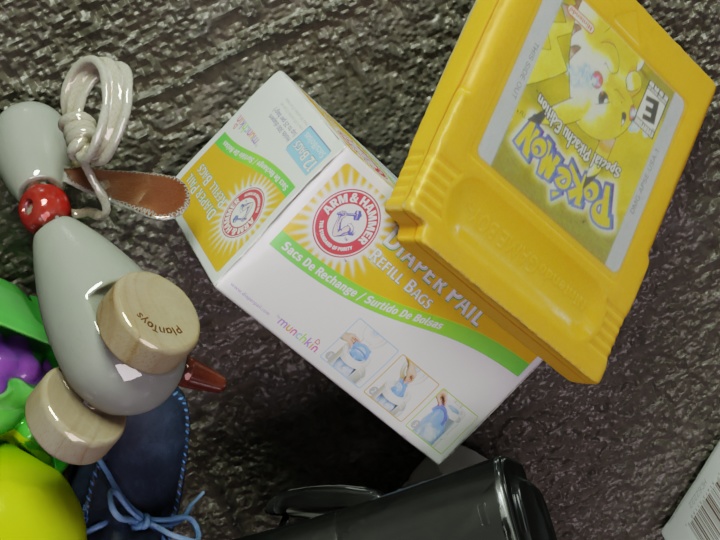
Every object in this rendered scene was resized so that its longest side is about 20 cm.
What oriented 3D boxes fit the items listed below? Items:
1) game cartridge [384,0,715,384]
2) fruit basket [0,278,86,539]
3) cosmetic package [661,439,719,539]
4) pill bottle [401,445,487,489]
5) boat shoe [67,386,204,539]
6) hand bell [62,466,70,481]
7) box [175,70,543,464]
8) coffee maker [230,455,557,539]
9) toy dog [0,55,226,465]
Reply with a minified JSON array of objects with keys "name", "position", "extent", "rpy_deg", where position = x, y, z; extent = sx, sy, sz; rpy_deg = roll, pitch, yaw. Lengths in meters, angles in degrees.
[{"name":"game cartridge","position":[0.111,-0.065,0.946],"extent":[0.176,0.032,0.201],"rpy_deg":[37,67,-34]},{"name":"fruit basket","position":[-0.222,0.118,0.923],"extent":[0.155,0.216,0.216],"rpy_deg":[27,111,-31]},{"name":"cosmetic package","position":[0.330,0.190,1.236],"extent":[0.199,0.071,0.102],"rpy_deg":[15,117,-26]},{"name":"pill bottle","position":[0.025,0.215,1.124],"extent":[0.114,0.115,0.200],"rpy_deg":[26,112,-31]},{"name":"boat shoe","position":[-0.129,0.161,0.968],"extent":[0.083,0.069,0.202],"rpy_deg":[9,95,-26]},{"name":"hand bell","position":[-0.156,0.098,1.018],"extent":[0.103,0.104,0.202],"rpy_deg":[2,110,-19]},{"name":"box","position":[0.000,0.000,0.967],"extent":[0.101,0.113,0.200],"rpy_deg":[-45,124,6]},{"name":"coffee maker","position":[0.013,0.194,0.965],"extent":[0.198,0.192,0.136],"rpy_deg":[-19,97,14]},{"name":"toy dog","position":[-0.124,0.000,0.882],"extent":[0.131,0.202,0.096],"rpy_deg":[-23,155,40]}]
